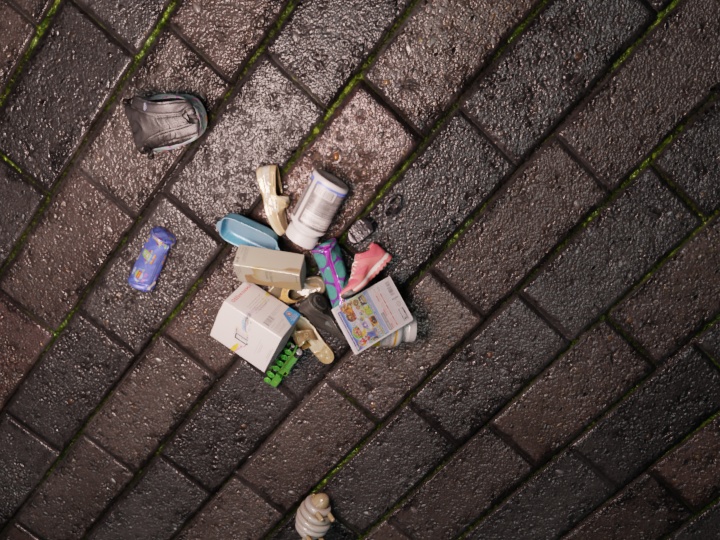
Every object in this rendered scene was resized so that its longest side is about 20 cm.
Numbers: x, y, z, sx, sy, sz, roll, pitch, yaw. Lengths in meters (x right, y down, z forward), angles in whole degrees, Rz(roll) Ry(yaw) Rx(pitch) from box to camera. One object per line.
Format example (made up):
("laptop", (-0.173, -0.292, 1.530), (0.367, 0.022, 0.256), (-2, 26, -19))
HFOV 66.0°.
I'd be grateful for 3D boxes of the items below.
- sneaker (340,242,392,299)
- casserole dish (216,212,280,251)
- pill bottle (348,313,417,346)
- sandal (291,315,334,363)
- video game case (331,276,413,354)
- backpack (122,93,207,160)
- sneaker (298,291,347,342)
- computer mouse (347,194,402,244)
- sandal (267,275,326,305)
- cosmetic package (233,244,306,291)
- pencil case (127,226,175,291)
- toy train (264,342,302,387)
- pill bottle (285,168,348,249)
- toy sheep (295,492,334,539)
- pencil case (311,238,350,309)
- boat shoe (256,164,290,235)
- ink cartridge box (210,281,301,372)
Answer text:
("sneaker", (0.000, 0.000, 1.599), (0.087, 0.074, 0.200), (46, 67, 1))
("casserole dish", (-0.319, -0.103, 1.607), (0.197, 0.039, 0.122), (25, 145, -5))
("pill bottle", (0.063, 0.168, 1.644), (0.195, 0.113, 0.115), (2, 108, -10))
("sandal", (-0.163, 0.216, 1.705), (0.211, 0.070, 0.078), (44, 105, -10))
("video game case", (0.035, 0.126, 1.579), (0.198, 0.018, 0.145), (-28, 86, -15))
("backpack", (-0.519, -0.410, 1.505), (0.195, 0.127, 0.170), (-9, 118, 6))
("sneaker", (-0.104, 0.148, 1.685), (0.090, 0.077, 0.200), (-30, 113, 38))
("computer mouse", (0.042, -0.147, 1.601), (0.199, 0.034, 0.059), (-37, 85, 9))
("sandal", (-0.198, 0.066, 1.668), (0.196, 0.054, 0.082), (-14, 106, 8))
("cosmetic package", (-0.260, -0.006, 1.611), (0.195, 0.072, 0.106), (9, 151, 5))
("pencil case", (-0.623, -0.028, 1.655), (0.087, 0.078, 0.202), (39, 109, 22))
("toy train", (-0.240, 0.296, 1.725), (0.056, 0.042, 0.201), (30, 127, -11))
("pill bottle", (-0.126, -0.170, 1.558), (0.112, 0.114, 0.202), (29, 108, -6))
("toy sheep", (-0.158, 0.842, 1.870), (0.136, 0.138, 0.203), (26, 96, -5))
("pencil case", (-0.075, 0.013, 1.621), (0.084, 0.092, 0.204), (-20, 105, -3))
("boat shoe", (-0.236, -0.201, 1.577), (0.068, 0.074, 0.204), (-12, 106, 14))
("ink cartridge box", (-0.309, 0.160, 1.632), (0.198, 0.147, 0.146), (33, 120, 3))
